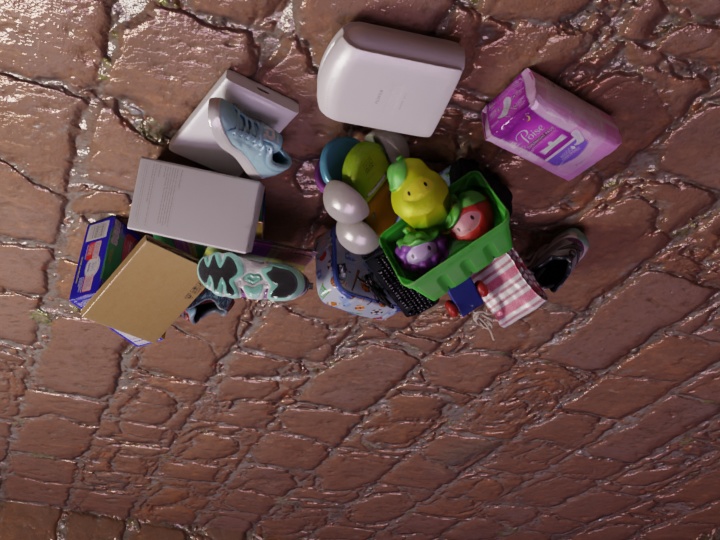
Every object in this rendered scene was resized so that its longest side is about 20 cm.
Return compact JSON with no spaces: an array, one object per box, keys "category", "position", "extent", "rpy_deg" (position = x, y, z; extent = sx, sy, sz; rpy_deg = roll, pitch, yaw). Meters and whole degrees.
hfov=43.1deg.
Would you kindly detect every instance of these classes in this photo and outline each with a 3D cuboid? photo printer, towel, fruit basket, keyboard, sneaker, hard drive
[{"category":"photo printer","position":[0.037,-0.283,1.354],"extent":[0.198,0.070,0.167],"rpy_deg":[9,146,-13]},{"category":"towel","position":[0.248,0.005,1.704],"extent":[0.030,0.201,0.146],"rpy_deg":[-31,172,-33]},{"category":"fruit basket","position":[0.120,-0.082,1.439],"extent":[0.213,0.156,0.217],"rpy_deg":[-13,133,-14]},{"category":"keyboard","position":[0.067,0.033,1.622],"extent":[0.103,0.040,0.200],"rpy_deg":[-25,137,12]},{"category":"sneaker","position":[-0.181,0.018,1.629],"extent":[0.198,0.079,0.140],"rpy_deg":[13,-179,15]},{"category":"hard drive","position":[-0.207,-0.232,1.475],"extent":[0.131,0.027,0.200],"rpy_deg":[21,142,-29]},{"category":"sneaker","position":[-0.355,0.062,1.864],"extent":[0.198,0.096,0.080],"rpy_deg":[-6,146,10]},{"category":"sneaker","position":[-0.167,-0.213,1.421],"extent":[0.081,0.075,0.200],"rpy_deg":[-12,156,16]},{"category":"sneaker","position":[0.340,0.012,1.733],"extent":[0.078,0.140,0.200],"rpy_deg":[40,133,1]},{"category":"towel","position":[-0.191,-0.018,1.675],"extent":[0.198,0.023,0.144],"rpy_deg":[11,146,-21]}]

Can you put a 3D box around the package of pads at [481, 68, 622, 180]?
[{"category":"package of pads","position":[0.301,-0.225,1.437],"extent":[0.199,0.076,0.120],"rpy_deg":[21,139,-29]}]

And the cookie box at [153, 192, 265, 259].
[{"category":"cookie box","position":[-0.275,-0.074,1.672],"extent":[0.198,0.076,0.172],"rpy_deg":[3,147,-6]}]

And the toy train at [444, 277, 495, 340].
[{"category":"toy train","position":[0.188,0.038,1.732],"extent":[0.084,0.116,0.201],"rpy_deg":[-32,118,-1]}]

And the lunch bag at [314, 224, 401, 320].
[{"category":"lunch bag","position":[0.000,0.000,1.713],"extent":[0.199,0.162,0.075],"rpy_deg":[21,145,-38]}]

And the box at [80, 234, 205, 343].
[{"category":"box","position":[-0.378,0.038,1.638],"extent":[0.163,0.021,0.200],"rpy_deg":[27,116,-41]}]

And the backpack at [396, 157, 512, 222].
[{"category":"backpack","position":[0.146,-0.090,1.603],"extent":[0.199,0.155,0.163],"rpy_deg":[-13,150,40]}]

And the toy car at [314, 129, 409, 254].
[{"category":"toy car","position":[-0.006,-0.144,1.517],"extent":[0.149,0.176,0.201],"rpy_deg":[28,159,28]}]

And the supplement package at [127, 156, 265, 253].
[{"category":"supplement package","position":[-0.269,-0.107,1.520],"extent":[0.198,0.123,0.120],"rpy_deg":[13,-179,-3]}]

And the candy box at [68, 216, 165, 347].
[{"category":"candy box","position":[-0.446,0.025,1.741],"extent":[0.076,0.171,0.200],"rpy_deg":[-12,146,24]}]
